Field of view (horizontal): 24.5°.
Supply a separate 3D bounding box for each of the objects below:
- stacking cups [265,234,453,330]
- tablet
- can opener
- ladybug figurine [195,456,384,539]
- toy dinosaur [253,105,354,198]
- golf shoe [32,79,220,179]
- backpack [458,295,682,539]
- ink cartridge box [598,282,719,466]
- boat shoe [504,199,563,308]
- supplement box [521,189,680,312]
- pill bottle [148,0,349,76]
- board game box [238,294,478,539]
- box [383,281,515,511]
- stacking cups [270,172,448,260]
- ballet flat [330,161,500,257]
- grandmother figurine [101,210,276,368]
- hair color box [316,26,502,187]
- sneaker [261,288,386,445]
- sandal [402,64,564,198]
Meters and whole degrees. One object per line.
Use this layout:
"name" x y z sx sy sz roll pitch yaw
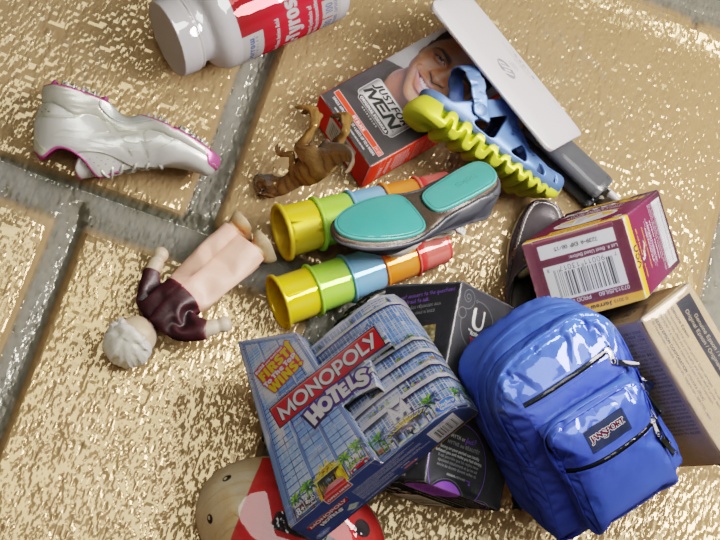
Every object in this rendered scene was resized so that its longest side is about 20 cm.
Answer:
"stacking cups" 0.000 0.000 1.731 0.199 0.061 0.061 -21 76 -21
"tablet" 0.158 -0.214 1.773 0.200 0.014 0.130 51 25 5
"can opener" 0.245 -0.086 1.807 0.066 0.053 0.200 -38 81 -21
"ladybug figurine" -0.063 0.252 1.610 0.199 0.072 0.137 19 76 -4
"toy dinosaur" -0.037 -0.117 1.700 0.060 0.200 0.107 20 69 -28
"golf shoe" -0.246 -0.126 1.725 0.199 0.075 0.092 20 83 -1
"backpack" 0.201 0.129 1.548 0.162 0.168 0.201 -33 108 -15
"ink cartridge box" 0.294 0.111 1.652 0.075 0.200 0.165 -34 95 -22
"boat shoe" 0.187 0.011 1.754 0.071 0.065 0.201 16 67 -2
"supplement box" 0.247 -0.017 1.686 0.110 0.200 0.086 -15 95 21
"pill bottle" -0.120 -0.286 1.776 0.199 0.112 0.113 -27 78 -18
"board game box" -0.023 0.115 1.575 0.200 0.062 0.200 -40 56 7
"box" 0.081 0.124 1.637 0.122 0.106 0.202 26 70 -42
"stacking cups" 0.006 -0.067 1.747 0.199 0.061 0.061 -18 75 -20
"ballet flat" 0.057 -0.049 1.699 0.199 0.073 0.073 -23 76 -24
"grandmother figurine" -0.178 0.028 1.686 0.200 0.061 0.121 -39 54 -18
"hair color box" 0.059 -0.185 1.802 0.199 0.061 0.102 -31 78 -20
"sneaker" -0.016 0.110 1.677 0.080 0.074 0.201 35 82 -4
"sandal" 0.143 -0.146 1.751 0.199 0.079 0.087 35 75 -24
